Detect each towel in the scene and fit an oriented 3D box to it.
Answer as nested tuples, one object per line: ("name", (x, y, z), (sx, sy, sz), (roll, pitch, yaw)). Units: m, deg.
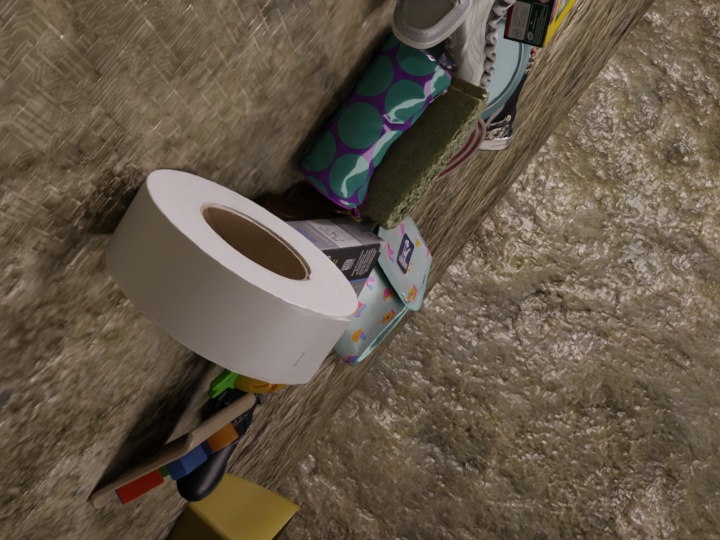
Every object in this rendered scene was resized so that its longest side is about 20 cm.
("towel", (0.050, -0.153, 1.097), (0.200, 0.148, 0.036), (-53, 142, 0))

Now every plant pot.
("plant pot", (-0.278, 0.545, 1.929), (0.200, 0.176, 0.200), (-58, 169, 31))

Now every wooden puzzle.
("wooden puzzle", (-0.246, 0.252, 1.266), (0.200, 0.046, 0.185), (-34, 178, 23))

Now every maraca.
("maraca", (-0.137, 0.116, 1.273), (0.137, 0.107, 0.200), (-52, 168, 23))

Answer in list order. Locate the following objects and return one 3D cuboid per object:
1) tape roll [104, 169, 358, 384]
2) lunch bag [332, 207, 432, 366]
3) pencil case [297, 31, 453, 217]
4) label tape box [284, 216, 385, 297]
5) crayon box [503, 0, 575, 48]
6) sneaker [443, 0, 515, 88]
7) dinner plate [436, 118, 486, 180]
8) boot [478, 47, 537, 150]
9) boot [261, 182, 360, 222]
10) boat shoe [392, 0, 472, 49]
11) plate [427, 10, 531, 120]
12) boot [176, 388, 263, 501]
("tape roll", (-0.102, 0.003, 0.757), (0.071, 0.202, 0.202), (-55, 170, 14))
("lunch bag", (0.000, 0.000, 1.229), (0.200, 0.122, 0.170), (-42, 137, -6))
("pencil case", (0.018, -0.166, 1.040), (0.200, 0.092, 0.085), (-52, -158, 7))
("label tape box", (-0.075, 0.019, 1.021), (0.200, 0.063, 0.145), (-10, 132, -55))
("crayon box", (0.236, -0.396, 1.114), (0.173, 0.058, 0.200), (-56, 159, -48))
("sneaker", (0.124, -0.284, 1.098), (0.081, 0.075, 0.200), (-2, 126, -23))
("dinner plate", (0.071, -0.157, 1.230), (0.200, 0.024, 0.200), (-18, 161, -6))
("boot", (0.146, -0.247, 1.292), (0.203, 0.074, 0.154), (-2, 126, -30))
("boot", (-0.088, -0.018, 1.106), (0.156, 0.077, 0.200), (-59, 166, 23))
("boat shoe", (0.096, -0.316, 0.941), (0.202, 0.074, 0.065), (-55, 165, -12))
("plate", (0.152, -0.268, 1.201), (0.200, 0.026, 0.201), (-21, 134, -24))
("boot", (-0.226, 0.264, 1.487), (0.198, 0.073, 0.163), (-56, 175, -28))
